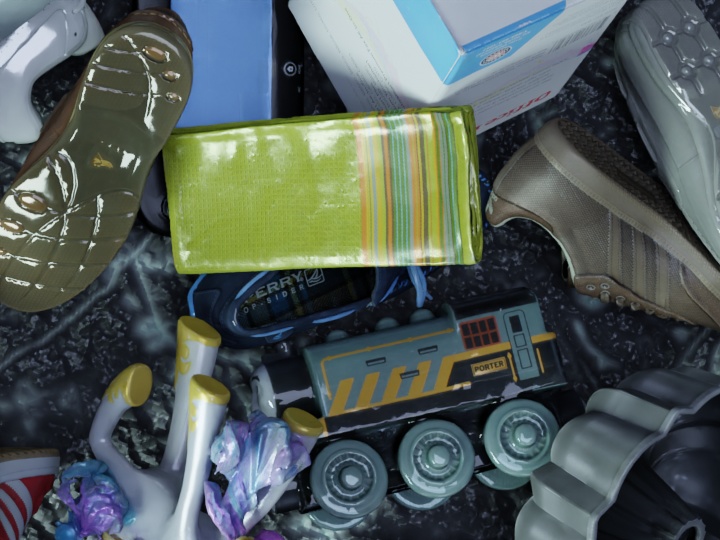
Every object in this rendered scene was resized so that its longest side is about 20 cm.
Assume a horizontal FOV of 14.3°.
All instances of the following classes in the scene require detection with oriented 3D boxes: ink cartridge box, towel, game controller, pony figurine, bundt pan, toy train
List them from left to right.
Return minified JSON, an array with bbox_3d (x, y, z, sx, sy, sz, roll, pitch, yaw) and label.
[{"bbox_3d":[-0.096,0.153,1.582,0.166,0.193,0.201,4,116,-46],"label":"pony figurine"},{"bbox_3d":[-0.083,-0.119,1.671,0.104,0.042,0.201,0,90,-11],"label":"game controller"},{"bbox_3d":[-0.024,-0.043,1.588,0.199,0.018,0.087,-2,94,30],"label":"towel"},{"bbox_3d":[0.032,0.081,1.676,0.199,0.085,0.115,-13,80,-9],"label":"toy train"},{"bbox_3d":[0.053,-0.155,1.620,0.128,0.200,0.126,-25,78,-22],"label":"ink cartridge box"},{"bbox_3d":[0.162,0.142,1.660,0.201,0.076,0.203,-27,132,-35],"label":"bundt pan"}]

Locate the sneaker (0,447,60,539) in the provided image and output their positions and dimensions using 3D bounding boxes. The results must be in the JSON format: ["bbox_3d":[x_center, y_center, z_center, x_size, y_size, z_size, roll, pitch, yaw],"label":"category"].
[{"bbox_3d":[-0.210,0.158,1.570,0.071,0.200,0.113,-6,92,13],"label":"sneaker"}]

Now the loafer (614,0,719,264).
[{"bbox_3d":[0.209,-0.067,1.698,0.070,0.070,0.201,-18,78,-21],"label":"loafer"}]

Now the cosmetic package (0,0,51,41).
[{"bbox_3d":[-0.245,-0.217,1.579,0.151,0.052,0.200,-36,76,17],"label":"cosmetic package"}]

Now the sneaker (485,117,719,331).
[{"bbox_3d":[0.160,-0.011,1.708,0.200,0.071,0.076,38,113,-21],"label":"sneaker"}]

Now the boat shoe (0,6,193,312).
[{"bbox_3d":[-0.150,-0.063,1.625,0.072,0.068,0.200,29,115,-8],"label":"boat shoe"}]

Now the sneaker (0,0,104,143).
[{"bbox_3d":[-0.189,-0.166,1.642,0.099,0.078,0.201,17,95,-17],"label":"sneaker"}]

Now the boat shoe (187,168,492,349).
[{"bbox_3d":[0.000,0.000,1.662,0.200,0.069,0.084,-32,107,-18],"label":"boat shoe"}]
